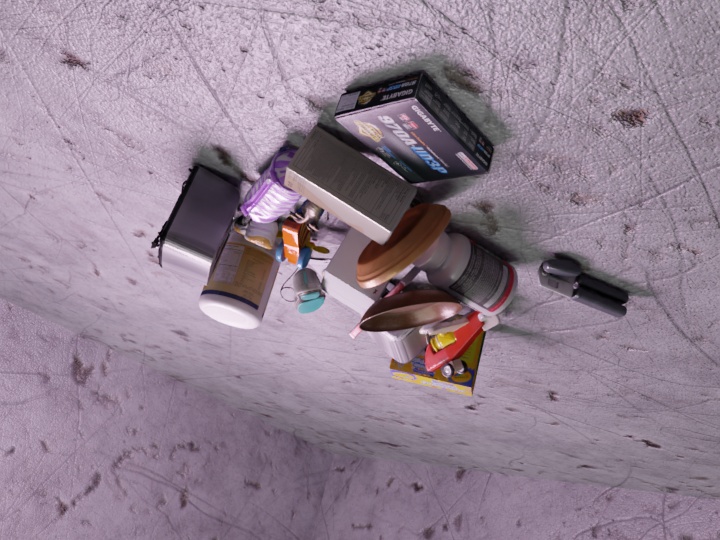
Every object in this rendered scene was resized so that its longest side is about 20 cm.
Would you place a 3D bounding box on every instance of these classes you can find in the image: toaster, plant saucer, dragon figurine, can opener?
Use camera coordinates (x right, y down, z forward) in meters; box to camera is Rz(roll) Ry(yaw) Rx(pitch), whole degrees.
[{"bbox_3d":[-0.323,-0.079,1.653,0.117,0.202,0.181,23,158,-5],"label":"toaster"},{"bbox_3d":[0.066,-0.050,1.419,0.038,0.201,0.199,49,149,-14],"label":"plant saucer"},{"bbox_3d":[0.091,0.072,1.557,0.197,0.037,0.201,-9,164,-2],"label":"plant saucer"},{"bbox_3d":[-0.076,-0.125,1.511,0.059,0.100,0.200,37,172,-7],"label":"dragon figurine"},{"bbox_3d":[0.078,0.118,1.885,0.200,0.113,0.130,45,170,31],"label":"toaster"},{"bbox_3d":[0.422,0.031,1.562,0.198,0.054,0.067,21,159,-13],"label":"can opener"}]

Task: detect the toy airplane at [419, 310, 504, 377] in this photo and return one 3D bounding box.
[{"bbox_3d":[0.213,0.117,1.815,0.141,0.198,0.201,46,161,26],"label":"toy airplane"}]

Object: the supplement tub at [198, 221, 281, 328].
[{"bbox_3d":[-0.255,0.009,1.810,0.143,0.202,0.145,14,159,6],"label":"supplement tub"}]

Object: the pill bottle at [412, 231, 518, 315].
[{"bbox_3d":[0.193,-0.002,1.572,0.199,0.112,0.110,29,156,-28],"label":"pill bottle"}]

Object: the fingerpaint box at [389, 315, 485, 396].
[{"bbox_3d":[0.184,0.187,1.966,0.197,0.169,0.074,10,158,14],"label":"fingerpaint box"}]

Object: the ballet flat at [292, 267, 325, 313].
[{"bbox_3d":[-0.106,0.037,1.697,0.066,0.065,0.200,-13,167,-7],"label":"ballet flat"}]

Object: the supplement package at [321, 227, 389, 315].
[{"bbox_3d":[0.000,0.000,1.647,0.116,0.118,0.200,32,168,0],"label":"supplement package"}]

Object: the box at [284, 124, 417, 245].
[{"bbox_3d":[-0.017,-0.137,1.363,0.199,0.095,0.078,33,161,1],"label":"box"}]

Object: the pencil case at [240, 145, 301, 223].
[{"bbox_3d":[-0.151,-0.147,1.505,0.085,0.085,0.200,59,154,3],"label":"pencil case"}]

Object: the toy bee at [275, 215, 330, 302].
[{"bbox_3d":[-0.134,-0.049,1.748,0.130,0.109,0.200,34,136,-2],"label":"toy bee"}]

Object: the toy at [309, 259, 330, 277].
[{"bbox_3d":[-0.040,0.041,1.939,0.114,0.048,0.200,2,155,30],"label":"toy"}]

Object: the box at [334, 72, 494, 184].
[{"bbox_3d":[0.082,-0.205,1.247,0.158,0.047,0.199,-3,152,42],"label":"box"}]

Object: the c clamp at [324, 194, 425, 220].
[{"bbox_3d":[0.024,-0.122,1.532,0.197,0.027,0.171,15,153,10],"label":"c clamp"}]

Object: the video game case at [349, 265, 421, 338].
[{"bbox_3d":[0.065,0.046,1.668,0.017,0.143,0.200,44,131,2],"label":"video game case"}]

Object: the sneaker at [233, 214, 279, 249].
[{"bbox_3d":[-0.199,-0.101,1.686,0.075,0.089,0.200,22,-178,-23],"label":"sneaker"}]
